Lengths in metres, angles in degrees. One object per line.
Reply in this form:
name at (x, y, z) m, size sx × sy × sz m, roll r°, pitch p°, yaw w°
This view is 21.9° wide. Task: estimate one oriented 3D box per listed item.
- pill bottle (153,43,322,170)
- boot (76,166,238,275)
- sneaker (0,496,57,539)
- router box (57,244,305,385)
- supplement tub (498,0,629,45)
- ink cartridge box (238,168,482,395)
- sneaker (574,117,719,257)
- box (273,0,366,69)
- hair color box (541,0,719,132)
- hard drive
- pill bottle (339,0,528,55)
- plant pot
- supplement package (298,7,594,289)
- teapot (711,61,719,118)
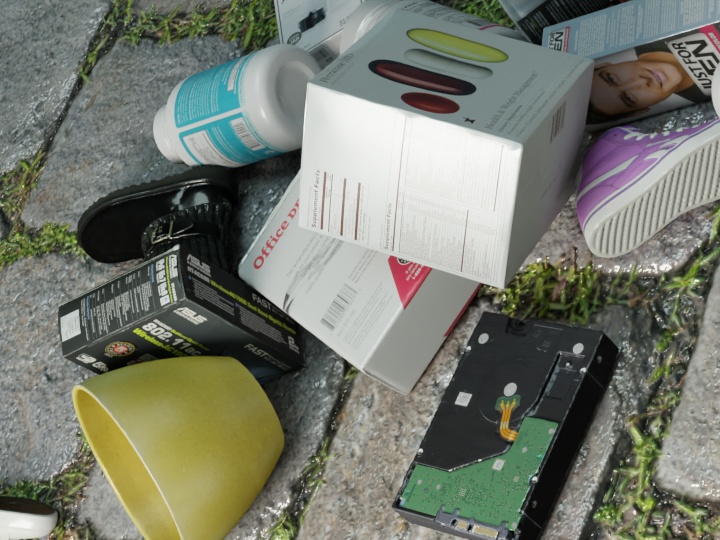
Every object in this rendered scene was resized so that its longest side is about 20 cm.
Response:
pill bottle at (-0.134, -0.168, 1.991) m, size 0.199 × 0.111 × 0.111 m, roll -12°, pitch 51°, yaw 43°
boot at (-0.223, -0.016, 1.981) m, size 0.210 × 0.079 × 0.158 m, roll -21°, pitch 47°, yaw 27°
sneaker at (-0.394, 0.279, 1.924) m, size 0.199 × 0.073 × 0.085 m, roll -3°, pitch 90°, yaw 30°
router box at (-0.169, 0.063, 1.782) m, size 0.149 × 0.200 × 0.062 m, roll -26°, pitch 57°, yaw 24°
supplement tub at (0.228, -0.304, 1.790) m, size 0.200 × 0.123 × 0.123 m, roll -37°, pitch 42°, yaw 12°
ink cartridge box at (0.000, 0.000, 1.744) m, size 0.200 × 0.083 × 0.146 m, roll 36°, pitch 93°, yaw 41°
sneaker at (0.272, -0.108, 1.639) m, size 0.200 × 0.073 × 0.115 m, roll -29°, pitch 41°, yaw 20°
box at (-0.033, -0.300, 2.057) m, size 0.116 × 0.060 × 0.201 m, roll -30°, pitch 44°, yaw 20°
hair color box at (0.273, -0.197, 1.684) m, size 0.199 × 0.099 × 0.061 m, roll -14°, pitch 52°, yaw 33°
hard drive at (0.125, 0.137, 1.597) m, size 0.139 × 0.038 × 0.201 m, roll 8°, pitch 64°, yaw 44°
pill bottle at (0.074, -0.206, 1.851) m, size 0.114 × 0.113 × 0.200 m, roll -53°, pitch 41°, yaw -7°
plant pot at (-0.156, 0.158, 1.729) m, size 0.142 × 0.201 × 0.200 m, roll -31°, pitch 37°, yaw -20°
supplement package at (0.076, -0.114, 1.645) m, size 0.199 × 0.148 × 0.191 m, roll 17°, pitch 34°, yaw 18°
teapot at (0.376, -0.231, 1.523) m, size 0.197 × 0.146 × 0.201 m, roll -35°, pitch 47°, yaw 44°
